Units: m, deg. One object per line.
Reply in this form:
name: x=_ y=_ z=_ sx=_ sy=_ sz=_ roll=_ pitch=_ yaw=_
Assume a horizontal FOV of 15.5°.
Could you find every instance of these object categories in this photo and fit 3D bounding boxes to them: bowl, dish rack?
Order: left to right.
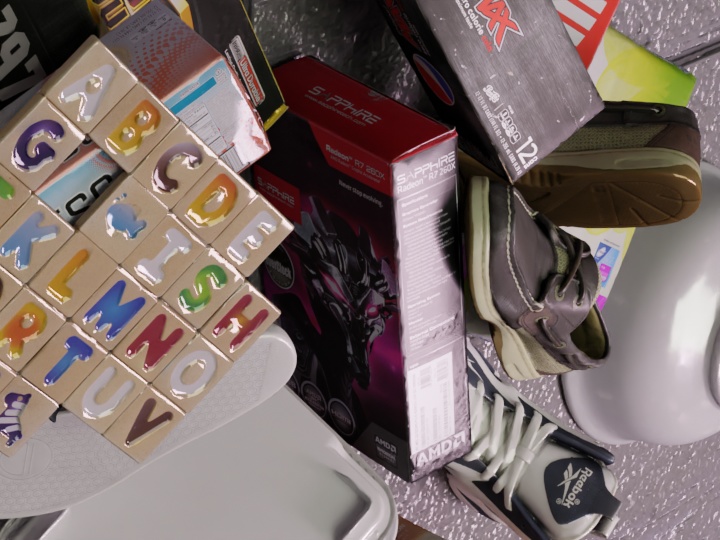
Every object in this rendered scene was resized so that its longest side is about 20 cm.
dish rack: x=-0.085 y=0.135 z=1.363 sx=0.200 sy=0.172 sz=0.044 roll=-48 pitch=-178 yaw=-25
bowl: x=0.227 y=0.035 z=1.739 sx=0.201 sy=0.090 sz=0.202 roll=-26 pitch=128 yaw=-40

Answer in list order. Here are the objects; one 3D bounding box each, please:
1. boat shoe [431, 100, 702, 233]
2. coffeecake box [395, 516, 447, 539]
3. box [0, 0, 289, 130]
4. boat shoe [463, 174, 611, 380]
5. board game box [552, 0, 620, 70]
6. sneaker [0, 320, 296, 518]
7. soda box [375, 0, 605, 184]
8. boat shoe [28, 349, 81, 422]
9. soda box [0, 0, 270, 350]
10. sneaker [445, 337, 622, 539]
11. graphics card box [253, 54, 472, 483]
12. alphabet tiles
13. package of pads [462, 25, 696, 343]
boat shoe: x=0.091 y=-0.063 z=1.464 sx=0.073 sy=0.199 sz=0.065 roll=81 pitch=17 yaw=-54
coffeecake box: x=0.083 y=0.255 z=1.585 sx=0.073 sy=0.199 sz=0.154 roll=-41 pitch=136 yaw=-30
box: x=-0.129 y=-0.103 z=1.274 sx=0.160 sy=0.049 sz=0.200 roll=-46 pitch=138 yaw=-23
boat shoe: x=0.098 y=0.003 z=1.436 sx=0.201 sy=0.066 sz=0.072 roll=64 pitch=26 yaw=-63
board game box: x=0.072 y=-0.212 z=1.422 sx=0.200 sy=0.046 sz=0.152 roll=26 pitch=87 yaw=-37
sneaker: x=-0.137 y=0.050 z=1.330 sx=0.199 sy=0.099 sz=0.071 roll=-24 pitch=137 yaw=-3
soda box: x=0.049 y=-0.146 z=1.355 sx=0.071 sy=0.063 sz=0.200 roll=-39 pitch=126 yaw=-12
boat shoe: x=-0.149 y=0.038 z=1.242 sx=0.199 sy=0.062 sz=0.075 roll=-31 pitch=161 yaw=-3
soda box: x=-0.143 y=-0.033 z=1.197 sx=0.200 sy=0.068 sz=0.064 roll=-37 pitch=133 yaw=-11
sneaker: x=0.093 y=0.106 z=1.579 sx=0.080 sy=0.129 sz=0.199 roll=-53 pitch=140 yaw=-19
graphics card box: x=0.000 y=0.000 z=1.415 sx=0.051 sy=0.125 sz=0.201 roll=-26 pitch=128 yaw=-31
alphabet tiles: x=-0.120 y=0.009 z=1.188 sx=0.167 sy=0.008 sz=0.200 roll=-47 pitch=137 yaw=-1
package of pads: x=0.106 y=-0.052 z=1.567 sx=0.154 sy=0.068 sz=0.201 roll=22 pitch=90 yaw=-54
